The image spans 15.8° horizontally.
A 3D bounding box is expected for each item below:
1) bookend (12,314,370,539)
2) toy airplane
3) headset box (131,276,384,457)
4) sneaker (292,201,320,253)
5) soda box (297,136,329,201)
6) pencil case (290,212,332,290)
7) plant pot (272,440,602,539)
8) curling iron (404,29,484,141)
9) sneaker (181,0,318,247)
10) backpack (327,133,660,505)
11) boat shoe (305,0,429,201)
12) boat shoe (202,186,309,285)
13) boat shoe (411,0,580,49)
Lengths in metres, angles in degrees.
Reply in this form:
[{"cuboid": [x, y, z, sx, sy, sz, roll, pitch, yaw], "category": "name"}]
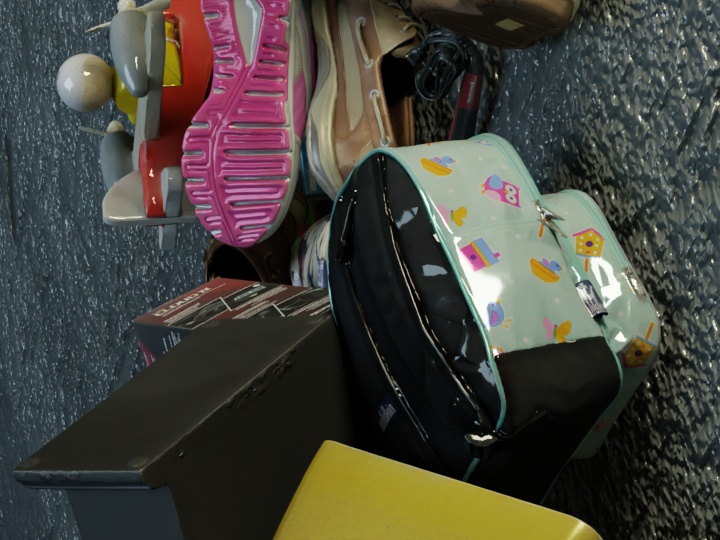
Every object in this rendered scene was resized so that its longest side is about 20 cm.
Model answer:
[{"cuboid": [-0.076, 0.155, 1.467, 0.092, 0.199, 0.201, -3, 112, 34], "category": "bookend"}, {"cuboid": [-0.167, -0.118, 1.978, 0.199, 0.140, 0.201, -74, 1, -75], "category": "toy airplane"}, {"cuboid": [-0.055, 0.089, 1.638, 0.200, 0.077, 0.150, 5, 117, 57], "category": "headset box"}, {"cuboid": [-0.080, -0.073, 1.920, 0.077, 0.083, 0.201, 15, -114, -70], "category": "sneaker"}, {"cuboid": [-0.031, -0.151, 1.816, 0.068, 0.063, 0.201, 173, 90, -69], "category": "soda box"}, {"cuboid": [0.000, 0.000, 1.702, 0.200, 0.078, 0.090, 170, 125, -83], "category": "pencil case"}, {"cuboid": [0.036, 0.239, 1.397, 0.199, 0.177, 0.200, 15, 145, 43], "category": "plant pot"}, {"cuboid": [0.054, -0.072, 1.653, 0.049, 0.026, 0.201, 29, 140, 29], "category": "curling iron"}, {"cuboid": [-0.062, -0.115, 1.726, 0.088, 0.081, 0.201, -10, -71, -67], "category": "sneaker"}, {"cuboid": [0.066, 0.023, 1.473, 0.200, 0.153, 0.176, 59, 151, 24], "category": "backpack"}, {"cuboid": [0.012, -0.140, 1.706, 0.076, 0.071, 0.201, 34, -127, -58], "category": "boat shoe"}, {"cuboid": [-0.083, 0.004, 1.834, 0.068, 0.072, 0.200, -60, -9, -29], "category": "boat shoe"}, {"cuboid": [0.089, -0.175, 1.502, 0.075, 0.074, 0.202, -69, 18, -3], "category": "boat shoe"}]
